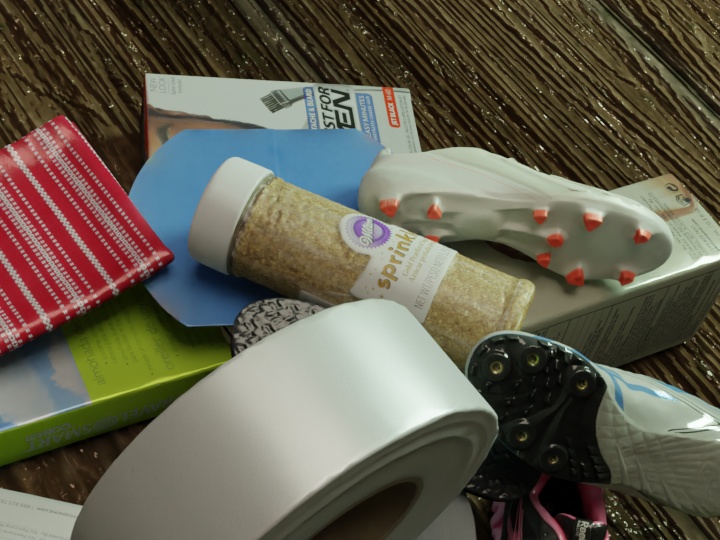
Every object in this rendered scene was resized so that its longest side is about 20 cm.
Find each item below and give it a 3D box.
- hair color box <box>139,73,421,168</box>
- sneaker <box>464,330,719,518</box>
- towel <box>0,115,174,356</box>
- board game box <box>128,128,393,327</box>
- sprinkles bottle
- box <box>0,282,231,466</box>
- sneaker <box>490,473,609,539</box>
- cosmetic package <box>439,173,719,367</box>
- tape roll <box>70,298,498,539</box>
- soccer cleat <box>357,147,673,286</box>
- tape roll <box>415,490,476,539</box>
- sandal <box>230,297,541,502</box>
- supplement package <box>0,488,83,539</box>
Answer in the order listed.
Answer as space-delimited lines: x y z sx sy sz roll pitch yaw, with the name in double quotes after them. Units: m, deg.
-0.058 -0.080 0.902 0.200 0.064 0.111 0 53 -13 "hair color box"
0.139 0.085 0.710 0.200 0.072 0.072 25 10 -22 "sneaker"
-0.233 -0.009 0.747 0.200 0.022 0.145 -29 59 -19 "towel"
-0.053 -0.022 0.810 0.200 0.039 0.158 -2 54 -12 "board game box"
0.000 0.000 0.734 0.200 0.068 0.068 23 50 7 "sprinkles bottle"
-0.192 0.048 0.773 0.200 0.048 0.122 -16 57 -25 "box"
0.113 0.183 0.715 0.079 0.095 0.200 12 51 -9 "sneaker"
0.147 0.015 0.854 0.200 0.103 0.087 -16 55 -27 "cosmetic package"
-0.033 0.107 0.583 0.202 0.203 0.071 -27 65 -31 "tape roll"
0.099 -0.043 0.783 0.200 0.069 0.078 9 43 0 "soccer cleat"
-0.037 0.160 0.713 0.200 0.066 0.200 7 51 -8 "tape roll"
0.012 0.081 0.720 0.200 0.045 0.075 26 75 -10 "sandal"
-0.205 0.215 0.584 0.120 0.121 0.200 12 50 2 "supplement package"
